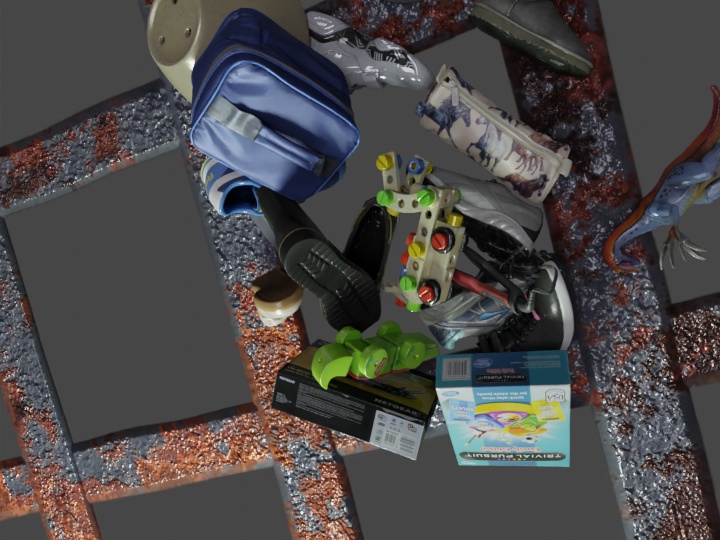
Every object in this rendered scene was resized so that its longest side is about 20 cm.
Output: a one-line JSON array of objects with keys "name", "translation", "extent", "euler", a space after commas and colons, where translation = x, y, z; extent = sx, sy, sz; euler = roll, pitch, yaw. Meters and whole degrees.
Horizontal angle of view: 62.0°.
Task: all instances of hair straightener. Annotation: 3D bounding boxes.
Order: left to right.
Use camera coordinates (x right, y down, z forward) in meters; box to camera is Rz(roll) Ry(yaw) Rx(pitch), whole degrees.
[{"name": "hair straightener", "translation": [0.161, -0.004, 0.682], "extent": [0.041, 0.200, 0.077], "euler": [41, 88, -17]}]

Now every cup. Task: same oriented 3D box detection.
[{"name": "cup", "translation": [-0.183, -0.291, 0.760], "extent": [0.195, 0.142, 0.208], "euler": [0, 91, 35]}]

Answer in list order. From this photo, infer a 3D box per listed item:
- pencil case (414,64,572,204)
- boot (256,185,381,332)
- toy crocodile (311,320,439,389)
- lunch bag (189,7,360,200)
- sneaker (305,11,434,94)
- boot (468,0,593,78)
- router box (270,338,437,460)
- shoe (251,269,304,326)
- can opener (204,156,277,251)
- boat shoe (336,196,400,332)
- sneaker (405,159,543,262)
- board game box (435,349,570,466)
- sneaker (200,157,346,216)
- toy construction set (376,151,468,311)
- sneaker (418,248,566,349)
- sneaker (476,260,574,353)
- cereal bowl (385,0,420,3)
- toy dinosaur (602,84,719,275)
[{"name": "pencil case", "translation": [0.163, -0.165, 0.733], "extent": [0.198, 0.089, 0.079], "euler": [36, 88, 8]}, {"name": "boot", "translation": [-0.050, -0.017, 0.759], "extent": [0.077, 0.201, 0.139], "euler": [-34, 46, -1]}, {"name": "toy crocodile", "translation": [0.025, 0.109, 0.764], "extent": [0.067, 0.196, 0.064], "euler": [28, 111, 41]}, {"name": "lunch bag", "translation": [-0.094, -0.174, 0.686], "extent": [0.196, 0.135, 0.136], "euler": [23, 130, -33]}, {"name": "sneaker", "translation": [-0.004, -0.247, 0.782], "extent": [0.196, 0.075, 0.118], "euler": [29, 106, 15]}, {"name": "boot", "translation": [0.240, -0.357, 0.703], "extent": [0.179, 0.072, 0.203], "euler": [33, 99, 7]}, {"name": "router box", "translation": [0.002, 0.162, 0.793], "extent": [0.194, 0.157, 0.054], "euler": [16, 102, 12]}, {"name": "shoe", "translation": [-0.106, 0.039, 0.798], "extent": [0.068, 0.200, 0.055], "euler": [-24, 102, -10]}, {"name": "can opener", "translation": [-0.154, -0.094, 0.867], "extent": [0.202, 0.053, 0.067], "euler": [52, 140, 3]}, {"name": "boat shoe", "translation": [0.000, 0.000, 0.820], "extent": [0.070, 0.060, 0.207], "euler": [18, 102, 13]}, {"name": "sneaker", "translation": [0.142, -0.087, 0.770], "extent": [0.198, 0.075, 0.080], "euler": [34, 67, 19]}, {"name": "board game box", "translation": [0.181, 0.177, 0.738], "extent": [0.146, 0.048, 0.203], "euler": [-4, 137, 16]}, {"name": "sneaker", "translation": [-0.110, -0.113, 0.795], "extent": [0.194, 0.084, 0.075], "euler": [-11, 137, -11]}, {"name": "toy construction set", "translation": [0.066, -0.032, 0.729], "extent": [0.129, 0.091, 0.206], "euler": [27, 127, 35]}, {"name": "sneaker", "translation": [0.175, 0.040, 0.780], "extent": [0.195, 0.078, 0.088], "euler": [-22, 109, 20]}, {"name": "sneaker", "translation": [0.191, 0.077, 0.715], "extent": [0.096, 0.072, 0.203], "euler": [-12, 136, -3]}, {"name": "cereal bowl", "translation": [0.050, -0.444, 0.731], "extent": [0.194, 0.083, 0.207], "euler": [3, 99, 17]}, {"name": "toy dinosaur", "translation": [0.370, -0.079, 0.714], "extent": [0.178, 0.104, 0.206], "euler": [-22, 54, 30]}]
